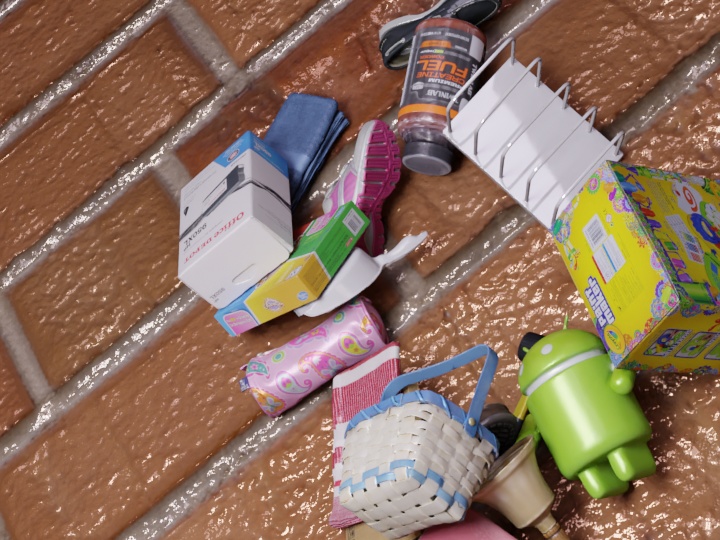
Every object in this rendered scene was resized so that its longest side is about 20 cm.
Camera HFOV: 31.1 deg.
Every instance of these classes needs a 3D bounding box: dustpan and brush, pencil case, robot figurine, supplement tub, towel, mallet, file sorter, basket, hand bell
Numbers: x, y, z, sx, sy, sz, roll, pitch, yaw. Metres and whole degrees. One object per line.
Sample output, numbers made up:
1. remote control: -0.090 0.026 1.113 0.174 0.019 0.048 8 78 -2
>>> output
1. dustpan and brush: 0.000 0.000 1.679 0.200 0.057 0.140 -42 15 -3
2. pencil case: -0.059 0.112 1.686 0.198 0.087 0.088 -31 54 10
3. robot figurine: 0.255 0.156 1.472 0.175 0.115 0.202 -41 64 35
4. supplement tub: 0.109 -0.236 1.774 0.105 0.107 0.203 3 73 27
5. towel: -0.105 -0.162 1.882 0.111 0.049 0.202 18 74 37
6. mallet: 0.201 0.174 1.556 0.065 0.041 0.203 11 74 28
7. file sorter: 0.219 -0.177 1.640 0.200 0.125 0.139 43 85 13
8. towel: 0.006 0.202 1.567 0.144 0.022 0.203 -34 49 51
9. basket: 0.065 0.183 1.411 0.175 0.138 0.202 -27 37 45
10. hand bell: 0.215 0.293 1.423 0.104 0.104 0.201 -40 86 0

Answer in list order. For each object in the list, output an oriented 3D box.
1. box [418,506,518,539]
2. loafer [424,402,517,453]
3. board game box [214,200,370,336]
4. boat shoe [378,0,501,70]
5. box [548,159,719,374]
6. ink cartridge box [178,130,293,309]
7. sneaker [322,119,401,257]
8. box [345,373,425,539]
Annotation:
1. box: 0.160 0.357 1.414 0.199 0.128 0.109 30 78 35
2. loafer: 0.103 0.196 1.523 0.199 0.072 0.072 -36 51 40
3. board game box: -0.091 0.000 1.703 0.199 0.040 0.154 -25 24 48
4. boat shoe: 0.118 -0.346 1.862 0.198 0.075 0.061 -23 54 28
5. box: 0.350 -0.001 1.459 0.122 0.190 0.202 -54 42 39
6. ink cartridge box: -0.170 -0.070 1.747 0.144 0.084 0.201 -38 34 22
7. sneaker: -0.008 -0.108 1.760 0.087 0.081 0.203 15 93 40
8. box: 0.028 0.248 1.552 0.163 0.021 0.203 -42 43 46
